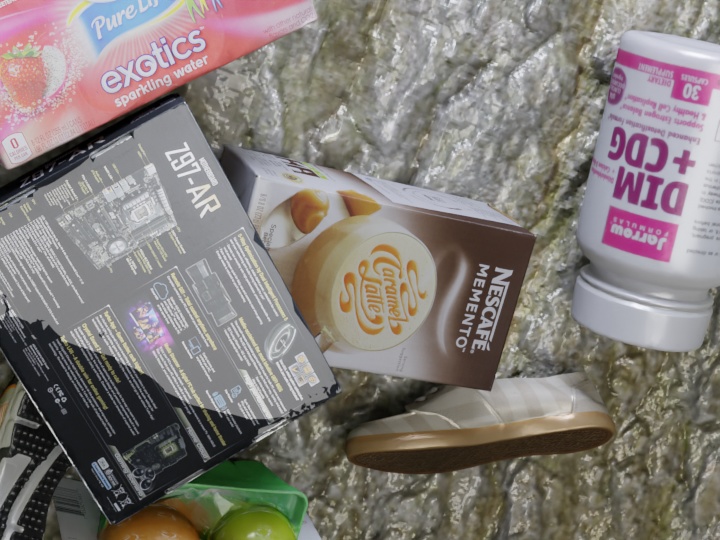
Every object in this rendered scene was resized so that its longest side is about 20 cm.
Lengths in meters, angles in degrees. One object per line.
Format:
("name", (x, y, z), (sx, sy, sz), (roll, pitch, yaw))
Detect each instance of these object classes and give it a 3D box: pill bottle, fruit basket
("pill bottle", (0.211, -0.054, 1.006), (0.113, 0.113, 0.201), (5, 105, -23))
("fruit basket", (-0.094, 0.198, 0.918), (0.184, 0.200, 0.094), (8, 119, -25))

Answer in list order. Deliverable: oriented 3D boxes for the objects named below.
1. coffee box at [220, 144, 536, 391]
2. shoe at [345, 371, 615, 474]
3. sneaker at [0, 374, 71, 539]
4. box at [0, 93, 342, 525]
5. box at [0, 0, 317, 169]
("coffee box", (0.000, 0.000, 0.956), (0.199, 0.080, 0.115), (10, 104, -24))
("shoe", (0.082, 0.106, 1.045), (0.199, 0.070, 0.054), (-4, 66, -17))
("sneaker", (-0.219, 0.111, 0.910), (0.074, 0.080, 0.201), (40, 71, -46))
("box", (-0.125, 0.023, 0.852), (0.160, 0.044, 0.201), (-30, 109, -5))
("box", (-0.140, -0.153, 0.840), (0.199, 0.095, 0.103), (-27, 114, -12))
